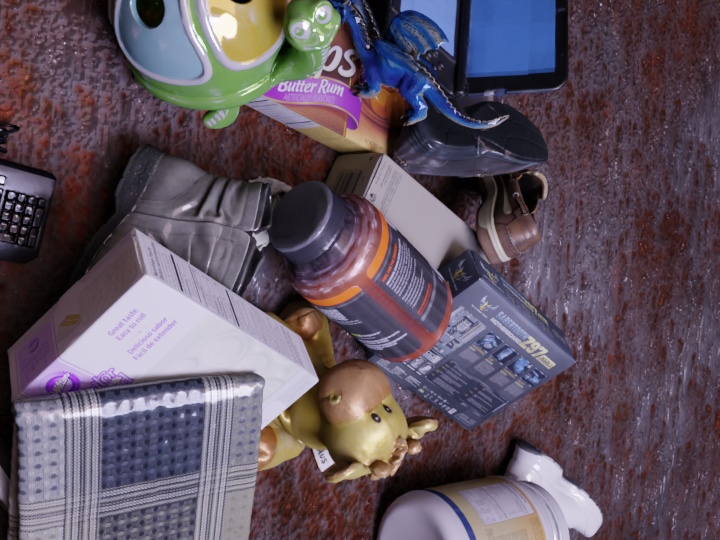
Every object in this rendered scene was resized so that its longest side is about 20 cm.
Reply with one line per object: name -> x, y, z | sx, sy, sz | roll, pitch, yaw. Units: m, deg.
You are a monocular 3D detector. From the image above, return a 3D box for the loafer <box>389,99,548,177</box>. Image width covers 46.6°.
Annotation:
loafer -> 0.115, -0.131, 0.874 | 0.197, 0.072, 0.074 | 3, 63, -37

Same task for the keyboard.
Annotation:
keyboard -> -0.318, -0.071, 0.604 | 0.198, 0.039, 0.106 | 13, 87, -41

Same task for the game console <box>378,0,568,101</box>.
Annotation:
game console -> 0.120, -0.289, 0.863 | 0.170, 0.117, 0.203 | 28, 56, -38

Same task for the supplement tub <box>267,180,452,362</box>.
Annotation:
supplement tub -> 0.000, 0.000, 0.783 | 0.200, 0.106, 0.108 | 43, 68, -44

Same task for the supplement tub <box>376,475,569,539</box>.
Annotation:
supplement tub -> 0.131, 0.315, 0.954 | 0.198, 0.143, 0.147 | 3, 93, -40

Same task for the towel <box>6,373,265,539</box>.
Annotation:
towel -> -0.172, 0.173, 0.648 | 0.190, 0.034, 0.203 | -4, 115, -30

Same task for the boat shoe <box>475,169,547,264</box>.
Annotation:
boat shoe -> 0.176, -0.084, 0.938 | 0.075, 0.074, 0.204 | 54, 29, -32

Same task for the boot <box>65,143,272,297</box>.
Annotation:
boot -> -0.155, 0.000, 0.687 | 0.129, 0.068, 0.203 | 20, 78, 4

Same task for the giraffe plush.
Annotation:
giraffe plush -> -0.027, 0.136, 0.789 | 0.173, 0.161, 0.201 | -51, 122, -24

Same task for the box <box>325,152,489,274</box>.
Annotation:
box -> 0.050, -0.043, 0.890 | 0.199, 0.082, 0.069 | 35, 72, -35

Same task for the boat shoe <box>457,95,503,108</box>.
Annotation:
boat shoe -> 0.138, -0.237, 0.953 | 0.068, 0.071, 0.204 | 25, 67, -62

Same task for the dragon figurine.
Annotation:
dragon figurine -> 0.042, -0.192, 0.759 | 0.059, 0.199, 0.100 | -48, 159, -24

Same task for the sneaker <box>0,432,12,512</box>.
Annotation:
sneaker -> -0.242, 0.160, 0.675 | 0.099, 0.070, 0.202 | -44, 127, -27

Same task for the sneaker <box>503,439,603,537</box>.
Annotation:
sneaker -> 0.248, 0.305, 1.111 | 0.200, 0.074, 0.088 | 42, 81, -28

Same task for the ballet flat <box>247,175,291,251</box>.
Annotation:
ballet flat -> -0.128, -0.015, 0.753 | 0.201, 0.071, 0.072 | -50, 123, -24

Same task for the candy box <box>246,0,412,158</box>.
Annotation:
candy box -> -0.031, -0.192, 0.822 | 0.198, 0.056, 0.119 | 22, 80, -41

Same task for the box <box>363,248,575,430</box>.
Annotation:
box -> 0.121, 0.083, 0.923 | 0.199, 0.157, 0.051 | 36, 27, -36

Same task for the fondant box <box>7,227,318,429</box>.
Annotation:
fondant box -> -0.150, 0.076, 0.661 | 0.144, 0.059, 0.200 | -40, 134, 12

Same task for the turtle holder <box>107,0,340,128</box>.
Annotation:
turtle holder -> -0.117, -0.197, 0.658 | 0.140, 0.186, 0.132 | -37, 155, -13
